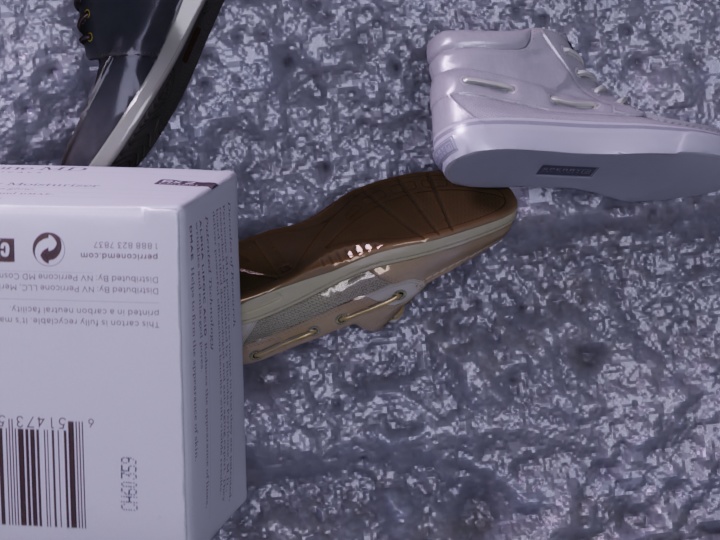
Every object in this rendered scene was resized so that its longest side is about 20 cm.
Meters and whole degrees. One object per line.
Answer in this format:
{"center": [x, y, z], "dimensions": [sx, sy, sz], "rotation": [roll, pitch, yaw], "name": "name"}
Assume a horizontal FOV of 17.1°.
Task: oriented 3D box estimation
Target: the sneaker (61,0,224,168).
{"center": [-0.148, -0.146, 1.401], "dimensions": [0.106, 0.075, 0.200], "rotation": [26, 85, 5], "name": "sneaker"}

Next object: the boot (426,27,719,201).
{"center": [0.134, -0.099, 1.423], "dimensions": [0.199, 0.074, 0.096], "rotation": [4, 65, -23], "name": "boot"}

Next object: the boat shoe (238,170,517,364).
{"center": [0.000, 0.000, 1.415], "dimensions": [0.200, 0.072, 0.065], "rotation": [-21, 128, -10], "name": "boat shoe"}

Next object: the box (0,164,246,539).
{"center": [-0.173, 0.049, 1.321], "dimensions": [0.198, 0.131, 0.201], "rotation": [1, 100, 10], "name": "box"}
